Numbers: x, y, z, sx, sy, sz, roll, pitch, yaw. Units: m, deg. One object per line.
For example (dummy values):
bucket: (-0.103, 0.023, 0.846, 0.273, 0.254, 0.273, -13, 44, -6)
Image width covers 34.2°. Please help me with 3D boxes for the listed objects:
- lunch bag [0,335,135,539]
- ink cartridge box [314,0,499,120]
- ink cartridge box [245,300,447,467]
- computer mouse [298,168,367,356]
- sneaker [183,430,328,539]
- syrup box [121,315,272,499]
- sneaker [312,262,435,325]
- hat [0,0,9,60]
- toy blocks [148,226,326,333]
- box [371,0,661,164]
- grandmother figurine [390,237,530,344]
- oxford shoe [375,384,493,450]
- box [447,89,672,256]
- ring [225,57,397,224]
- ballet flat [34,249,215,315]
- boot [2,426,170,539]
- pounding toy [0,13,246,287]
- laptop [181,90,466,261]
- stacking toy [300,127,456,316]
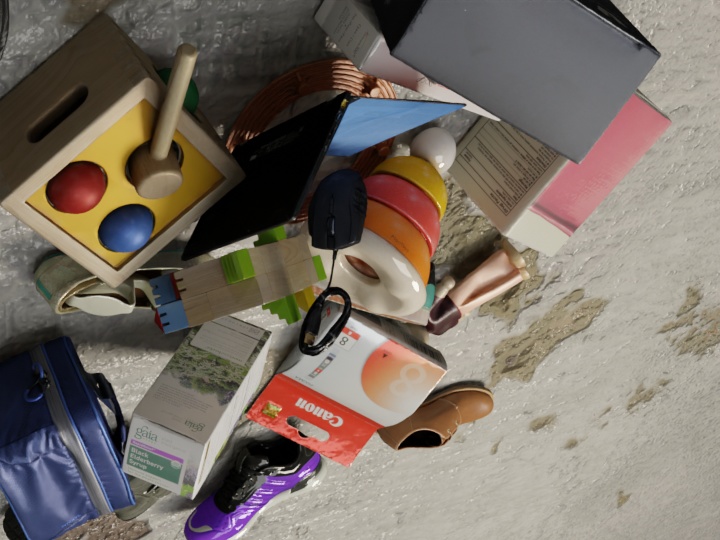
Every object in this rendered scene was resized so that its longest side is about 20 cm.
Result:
lunch bag: (-0.302, 0.162, 1.166, 0.132, 0.136, 0.200, -23, 140, -15)
ink cartridge box: (0.077, -0.178, 1.078, 0.199, 0.176, 0.045, 11, 122, -43)
ink cartridge box: (-0.019, 0.145, 1.394, 0.162, 0.050, 0.200, 29, 108, -22)
computer mouse: (-0.030, -0.014, 1.082, 0.058, 0.201, 0.034, -4, 147, 18)
sneaker: (-0.142, 0.262, 1.462, 0.200, 0.070, 0.100, -32, 136, -13)
syrup box: (-0.164, 0.131, 1.196, 0.200, 0.078, 0.082, -63, 172, -55)
sneaker: (0.000, 0.000, 1.302, 0.199, 0.071, 0.080, 19, 82, -34)
hat: (-0.340, -0.153, 0.855, 0.200, 0.081, 0.201, -21, 139, -19)
toy blocks: (-0.129, 0.015, 1.092, 0.136, 0.100, 0.200, -17, -178, 17)
box: (0.121, -0.218, 1.002, 0.196, 0.200, 0.118, 27, 113, -20)
grandmother figurine: (0.113, 0.042, 1.433, 0.200, 0.061, 0.121, -38, 142, -2)
oxford shoe: (0.109, 0.209, 1.594, 0.199, 0.071, 0.072, -11, 134, -32)
box: (0.211, -0.136, 1.267, 0.109, 0.128, 0.200, 19, 117, -48)
ring: (-0.045, -0.122, 1.171, 0.200, 0.019, 0.201, -21, 140, -19)
ballet flat: (-0.220, 0.020, 1.145, 0.199, 0.062, 0.068, -3, 131, -37)
boot: (-0.295, 0.266, 1.344, 0.200, 0.068, 0.131, -32, 148, -4)
pounding toy: (-0.193, -0.104, 0.971, 0.200, 0.142, 0.184, -39, 143, 4)
laptop: (-0.034, -0.079, 1.043, 0.116, 0.187, 0.201, 36, 62, -25)
stacking toy: (0.044, -0.066, 1.210, 0.200, 0.146, 0.146, -55, 149, -24)
